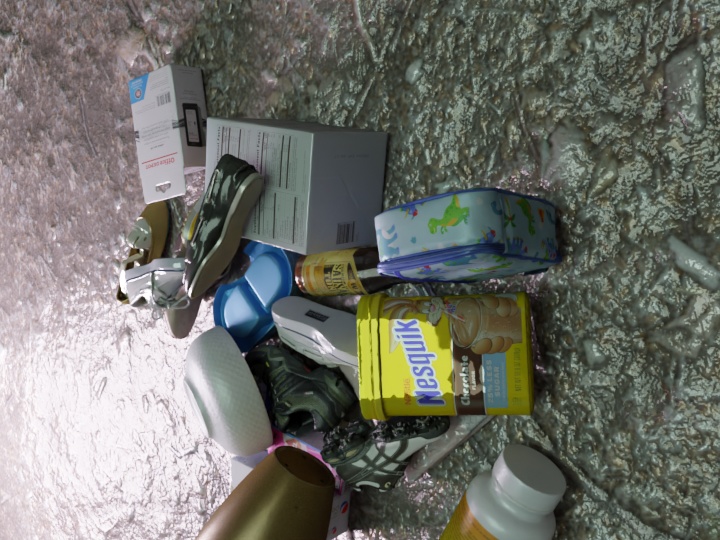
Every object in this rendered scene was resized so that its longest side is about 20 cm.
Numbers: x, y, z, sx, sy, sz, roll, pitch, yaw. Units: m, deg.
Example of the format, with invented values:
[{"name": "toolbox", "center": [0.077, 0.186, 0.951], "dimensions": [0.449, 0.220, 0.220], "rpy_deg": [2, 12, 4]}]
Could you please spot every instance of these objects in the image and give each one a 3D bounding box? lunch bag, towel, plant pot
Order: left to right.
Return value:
[{"name": "plant pot", "center": [-0.116, 0.346, 1.061], "dimensions": [0.185, 0.186, 0.202], "rpy_deg": [33, 99, 31]}, {"name": "towel", "center": [0.072, 0.147, 1.042], "dimensions": [0.191, 0.032, 0.201], "rpy_deg": [-47, 66, 33]}, {"name": "lunch bag", "center": [0.118, -0.033, 0.876], "dimensions": [0.159, 0.199, 0.084], "rpy_deg": [-10, 82, 37]}]

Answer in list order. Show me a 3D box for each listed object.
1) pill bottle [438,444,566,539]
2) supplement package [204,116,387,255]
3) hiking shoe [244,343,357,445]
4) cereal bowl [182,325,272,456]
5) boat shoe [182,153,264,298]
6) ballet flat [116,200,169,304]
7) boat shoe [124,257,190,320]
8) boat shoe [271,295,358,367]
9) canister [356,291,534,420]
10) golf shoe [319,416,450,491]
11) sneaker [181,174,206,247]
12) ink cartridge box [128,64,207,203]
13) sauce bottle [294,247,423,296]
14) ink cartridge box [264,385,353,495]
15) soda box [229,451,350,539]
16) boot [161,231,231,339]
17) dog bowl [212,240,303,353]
[{"name": "pill bottle", "center": [0.161, 0.310, 0.935], "dimensions": [0.111, 0.110, 0.202], "rpy_deg": [37, 117, 30]}, {"name": "supplement package", "center": [-0.089, -0.120, 1.064], "dimensions": [0.198, 0.151, 0.153], "rpy_deg": [15, 106, 37]}, {"name": "hiking shoe", "center": [-0.106, 0.175, 1.134], "dimensions": [0.198, 0.076, 0.101], "rpy_deg": [17, 64, 35]}, {"name": "cereal bowl", "center": [-0.210, 0.190, 1.185], "dimensions": [0.201, 0.082, 0.202], "rpy_deg": [52, 155, 35]}, {"name": "boat shoe", "center": [-0.186, -0.057, 1.012], "dimensions": [0.057, 0.067, 0.201], "rpy_deg": [39, 117, 15]}, {"name": "ballet flat", "center": [-0.378, -0.028, 1.367], "dimensions": [0.068, 0.063, 0.203], "rpy_deg": [28, 111, 33]}, {"name": "boat shoe", "center": [-0.304, 0.032, 1.214], "dimensions": [0.200, 0.074, 0.088], "rpy_deg": [-12, 80, 45]}, {"name": "boat shoe", "center": [-0.040, 0.096, 1.080], "dimensions": [0.199, 0.073, 0.066], "rpy_deg": [25, 133, 39]}, {"name": "canister", "center": [0.101, 0.099, 0.933], "dimensions": [0.196, 0.086, 0.151], "rpy_deg": [-3, 88, 15]}, {"name": "golf shoe", "center": [0.045, 0.230, 1.019], "dimensions": [0.198, 0.078, 0.095], "rpy_deg": [-24, 105, 37]}, {"name": "sneaker", "center": [-0.189, -0.113, 1.181], "dimensions": [0.089, 0.075, 0.203], "rpy_deg": [16, 81, 21]}, {"name": "ink cartridge box", "center": [-0.305, -0.217, 1.283], "dimensions": [0.115, 0.067, 0.204], "rpy_deg": [-7, 90, 39]}, {"name": "sauce bottle", "center": [0.000, 0.000, 1.062], "dimensions": [0.198, 0.066, 0.067], "rpy_deg": [-6, 91, 41]}, {"name": "ink cartridge box", "center": [-0.085, 0.247, 1.179], "dimensions": [0.198, 0.037, 0.096], "rpy_deg": [20, 108, 38]}, {"name": "soda box", "center": [-0.110, 0.335, 1.189], "dimensions": [0.198, 0.063, 0.069], "rpy_deg": [13, 103, 38]}, {"name": "boot", "center": [-0.255, 0.007, 1.255], "dimensions": [0.145, 0.069, 0.204], "rpy_deg": [-6, 82, 51]}, {"name": "dog bowl", "center": [-0.150, 0.037, 1.198], "dimensions": [0.112, 0.049, 0.201], "rpy_deg": [52, 123, 22]}]
